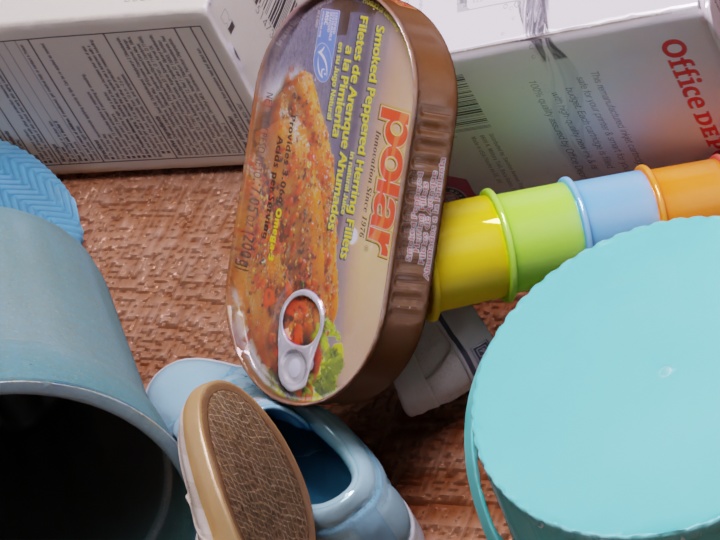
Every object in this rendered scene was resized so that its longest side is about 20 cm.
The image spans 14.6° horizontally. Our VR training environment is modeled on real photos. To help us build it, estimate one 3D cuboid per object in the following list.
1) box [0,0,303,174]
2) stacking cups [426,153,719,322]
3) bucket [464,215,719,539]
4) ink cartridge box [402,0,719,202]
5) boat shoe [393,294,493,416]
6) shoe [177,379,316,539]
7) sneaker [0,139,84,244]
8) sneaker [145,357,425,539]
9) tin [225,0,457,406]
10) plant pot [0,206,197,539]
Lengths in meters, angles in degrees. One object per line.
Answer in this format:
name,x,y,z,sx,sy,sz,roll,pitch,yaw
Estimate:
box,-0.133,-0.136,1.599,0.200,0.128,0.109,-1,50,26
stacking cups,0.122,-0.026,1.372,0.200,0.061,0.061,-13,43,-8
bucket,0.151,0.084,1.242,0.207,0.135,0.207,-14,44,14
ink cartridge box,0.100,-0.101,1.428,0.200,0.147,0.083,-9,53,20
boat shoe,0.000,0.000,1.450,0.070,0.071,0.200,-33,52,-3
shoe,-0.050,0.149,1.290,0.053,0.070,0.200,-26,77,31
sneaker,-0.248,-0.036,1.610,0.200,0.081,0.077,21,31,18
sneaker,-0.045,0.081,1.385,0.074,0.082,0.200,-43,46,-19
tin,-0.008,-0.034,1.345,0.112,0.042,0.200,14,96,49
plant pot,-0.187,0.080,1.397,0.200,0.200,0.196,-26,35,4
